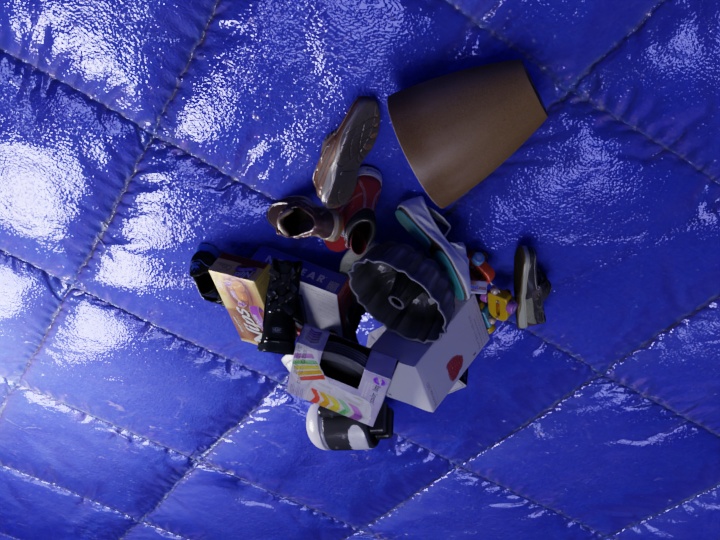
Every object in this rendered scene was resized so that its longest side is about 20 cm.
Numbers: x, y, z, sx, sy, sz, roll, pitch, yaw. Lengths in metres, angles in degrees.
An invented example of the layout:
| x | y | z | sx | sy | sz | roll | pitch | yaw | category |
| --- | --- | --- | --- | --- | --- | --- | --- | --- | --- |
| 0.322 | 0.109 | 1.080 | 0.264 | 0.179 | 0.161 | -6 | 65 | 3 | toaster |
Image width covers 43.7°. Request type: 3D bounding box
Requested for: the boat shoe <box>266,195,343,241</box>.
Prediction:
| x | y | z | sx | sy | sz | roll | pitch | yaw | category |
| --- | --- | --- | --- | --- | --- | --- | --- | --- | --- |
| -0.113 | -0.089 | 1.537 | 0.071 | 0.073 | 0.199 | 1 | -168 | -39 | boat shoe |

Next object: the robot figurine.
| x | y | z | sx | sy | sz | roll | pitch | yaw | category |
| --- | --- | --- | --- | --- | --- | --- | --- | --- | --- |
| -0.025 | 0.339 | 2.019 | 0.197 | 0.125 | 0.152 | -7 | 113 | 20 | robot figurine |

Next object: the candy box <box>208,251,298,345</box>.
| x | y | z | sx | sy | sz | roll | pitch | yaw | category |
| --- | --- | --- | --- | --- | --- | --- | --- | --- | --- |
| -0.204 | 0.063 | 1.726 | 0.115 | 0.057 | 0.202 | 13 | 139 | 30 | candy box |

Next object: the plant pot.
| x | y | z | sx | sy | sz | roll | pitch | yaw | category |
| --- | --- | --- | --- | --- | --- | --- | --- | --- | --- |
| 0.168 | -0.219 | 1.321 | 0.198 | 0.188 | 0.187 | -25 | 129 | 18 | plant pot |

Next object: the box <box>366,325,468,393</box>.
| x | y | z | sx | sy | sz | roll | pitch | yaw | category |
| --- | --- | --- | --- | --- | --- | --- | --- | --- | --- |
| 0.118 | 0.185 | 1.857 | 0.199 | 0.061 | 0.116 | 38 | 133 | -26 | box |

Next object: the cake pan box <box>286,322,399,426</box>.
| x | y | z | sx | sy | sz | roll | pitch | yaw | category |
| --- | --- | --- | --- | --- | --- | --- | --- | --- | --- |
| -0.036 | 0.189 | 1.623 | 0.182 | 0.053 | 0.201 | 20 | 144 | 2 | cake pan box |

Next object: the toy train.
| x | y | z | sx | sy | sz | roll | pitch | yaw | category |
| --- | --- | --- | --- | --- | --- | --- | --- | --- | --- |
| 0.223 | 0.036 | 1.677 | 0.150 | 0.056 | 0.201 | 40 | 150 | 8 | toy train |

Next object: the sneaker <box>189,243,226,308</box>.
| x | y | z | sx | sy | sz | roll | pitch | yaw | category |
| --- | --- | --- | --- | --- | --- | --- | --- | --- | --- |
| -0.277 | 0.041 | 1.776 | 0.069 | 0.079 | 0.201 | -12 | 133 | 25 | sneaker |

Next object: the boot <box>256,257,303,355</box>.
| x | y | z | sx | sy | sz | roll | pitch | yaw | category |
| --- | --- | --- | --- | --- | --- | --- | --- | --- | --- |
| -0.144 | 0.067 | 1.618 | 0.072 | 0.165 | 0.198 | 6 | 172 | -5 | boot |

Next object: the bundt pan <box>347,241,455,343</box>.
| x | y | z | sx | sy | sz | roll | pitch | yaw | category |
| --- | --- | --- | --- | --- | --- | --- | --- | --- | --- |
| 0.080 | 0.029 | 1.542 | 0.200 | 0.076 | 0.203 | 28 | 150 | 18 | bundt pan |

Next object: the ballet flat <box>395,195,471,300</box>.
| x | y | z | sx | sy | sz | roll | pitch | yaw | category |
| --- | --- | --- | --- | --- | --- | --- | --- | --- | --- |
| 0.141 | -0.045 | 1.535 | 0.201 | 0.069 | 0.069 | 53 | 133 | 4 | ballet flat |

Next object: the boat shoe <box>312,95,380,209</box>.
| x | y | z | sx | sy | sz | roll | pitch | yaw | category |
| --- | --- | --- | --- | --- | --- | --- | --- | --- | --- |
| -0.032 | -0.197 | 1.450 | 0.075 | 0.072 | 0.202 | -7 | 133 | -43 | boat shoe |

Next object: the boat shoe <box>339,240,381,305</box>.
| x | y | z | sx | sy | sz | roll | pitch | yaw | category |
| --- | --- | --- | --- | --- | --- | --- | --- | --- | --- |
| 0.000 | 0.000 | 1.674 | 0.074 | 0.063 | 0.201 | 31 | 143 | 6 | boat shoe |

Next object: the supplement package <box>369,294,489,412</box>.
| x | y | z | sx | sy | sz | roll | pitch | yaw | category |
| --- | --- | --- | --- | --- | --- | --- | --- | --- | --- |
| 0.129 | 0.139 | 1.662 | 0.119 | 0.200 | 0.122 | 13 | 139 | 42 | supplement package |

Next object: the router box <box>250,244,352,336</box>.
| x | y | z | sx | sy | sz | roll | pitch | yaw | category |
| --- | --- | --- | --- | --- | --- | --- | --- | --- | --- |
| -0.110 | 0.057 | 1.730 | 0.197 | 0.049 | 0.181 | 20 | 143 | 22 | router box |

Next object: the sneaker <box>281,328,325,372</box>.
| x | y | z | sx | sy | sz | roll | pitch | yaw | category |
| --- | --- | --- | --- | --- | --- | --- | --- | --- | --- |
| -0.091 | 0.172 | 1.730 | 0.085 | 0.072 | 0.200 | 58 | 157 | 7 | sneaker |

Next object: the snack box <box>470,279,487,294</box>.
| x | y | z | sx | sy | sz | roll | pitch | yaw | category |
| --- | --- | --- | --- | --- | --- | --- | --- | --- | --- |
| 0.129 | 0.029 | 1.637 | 0.198 | 0.025 | 0.071 | 0 | 175 | 41 | snack box |

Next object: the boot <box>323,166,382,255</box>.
| x | y | z | sx | sy | sz | roll | pitch | yaw | category |
| --- | --- | --- | --- | --- | --- | --- | --- | --- | --- |
| -0.021 | -0.063 | 1.547 | 0.071 | 0.146 | 0.201 | 15 | 142 | -14 | boot |

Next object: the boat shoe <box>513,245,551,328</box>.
| x | y | z | sx | sy | sz | roll | pitch | yaw | category |
| --- | --- | --- | --- | --- | --- | --- | --- | --- | --- |
| 0.315 | 0.029 | 1.634 | 0.065 | 0.072 | 0.203 | -5 | 137 | 3 | boat shoe |

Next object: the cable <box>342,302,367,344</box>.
| x | y | z | sx | sy | sz | roll | pitch | yaw | category |
| --- | --- | --- | --- | --- | --- | --- | --- | --- | --- |
| 0.048 | 0.122 | 1.706 | 0.199 | 0.164 | 0.051 | 39 | 171 | -31 | cable |
